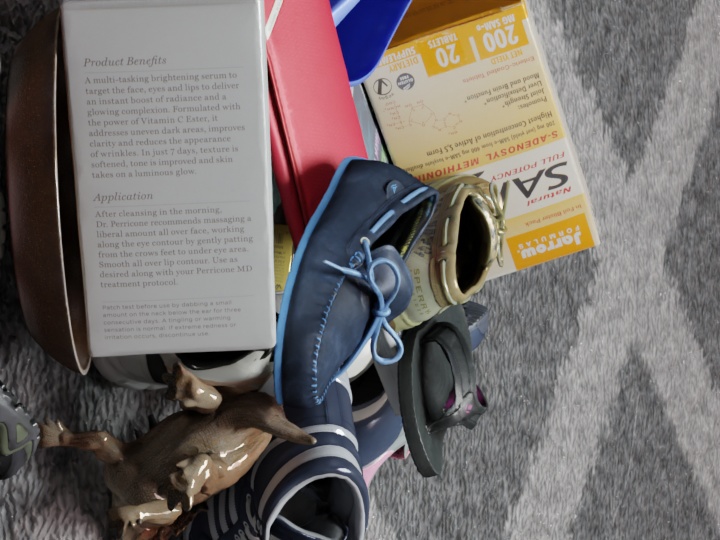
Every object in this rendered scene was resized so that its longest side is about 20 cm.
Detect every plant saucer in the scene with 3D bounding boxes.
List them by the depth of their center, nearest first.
[{"bbox_3d":[-0.168,-0.043,1.292,0.200,0.032,0.202,176,-90,-89],"label":"plant saucer"}]

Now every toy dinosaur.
[{"bbox_3d":[-0.096,0.106,1.377,0.135,0.199,0.086,4,63,-58],"label":"toy dinosaur"}]

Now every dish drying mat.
[{"bbox_3d":[-0.033,-0.105,1.453,0.077,0.018,0.201,-24,104,-44],"label":"dish drying mat"}]

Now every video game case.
[{"bbox_3d":[0.007,-0.033,1.611,0.201,0.023,0.183,-89,162,-53],"label":"video game case"}]

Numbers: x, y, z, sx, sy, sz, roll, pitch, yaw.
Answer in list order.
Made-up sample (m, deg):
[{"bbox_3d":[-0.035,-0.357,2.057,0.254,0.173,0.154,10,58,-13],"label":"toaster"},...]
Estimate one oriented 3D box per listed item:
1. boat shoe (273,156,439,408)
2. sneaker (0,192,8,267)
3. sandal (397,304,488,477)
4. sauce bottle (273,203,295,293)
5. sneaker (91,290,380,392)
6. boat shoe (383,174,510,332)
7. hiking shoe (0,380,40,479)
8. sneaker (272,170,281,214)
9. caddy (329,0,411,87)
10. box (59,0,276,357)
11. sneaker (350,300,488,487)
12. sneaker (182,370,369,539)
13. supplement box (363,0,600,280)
[{"bbox_3d":[0.000,0.000,1.372,0.084,0.068,0.201,91,13,-47],"label":"boat shoe"},{"bbox_3d":[-0.233,-0.074,1.214,0.085,0.077,0.201,-25,111,-50],"label":"sneaker"},{"bbox_3d":[0.059,0.064,1.573,0.201,0.048,0.076,-72,145,-61],"label":"sandal"},{"bbox_3d":[-0.061,0.054,1.526,0.065,0.064,0.201,22,73,-58],"label":"sauce bottle"},{"bbox_3d":[-0.063,0.046,1.439,0.199,0.080,0.074,0,85,-38],"label":"sneaker"},{"bbox_3d":[0.066,-0.013,1.580,0.074,0.062,0.200,70,26,-17],"label":"boat shoe"},{"bbox_3d":[-0.237,0.078,1.223,0.101,0.076,0.200,-44,156,-5],"label":"hiking shoe"},{"bbox_3d":[-0.112,-0.081,1.424,0.087,0.077,0.200,-57,135,-29],"label":"sneaker"},{"bbox_3d":[-0.020,-0.210,1.549,0.201,0.104,0.142,-64,143,-37],"label":"caddy"},{"bbox_3d":[-0.103,-0.075,1.314,0.152,0.106,0.201,-96,-177,-68],"label":"box"},{"bbox_3d":[0.029,0.085,1.690,0.200,0.070,0.083,-34,126,-48],"label":"sneaker"},{"bbox_3d":[-0.053,0.156,1.428,0.109,0.070,0.201,-106,-146,-47],"label":"sneaker"},{"bbox_3d":[0.083,-0.098,1.691,0.074,0.125,0.201,-95,165,-61],"label":"supplement box"}]
